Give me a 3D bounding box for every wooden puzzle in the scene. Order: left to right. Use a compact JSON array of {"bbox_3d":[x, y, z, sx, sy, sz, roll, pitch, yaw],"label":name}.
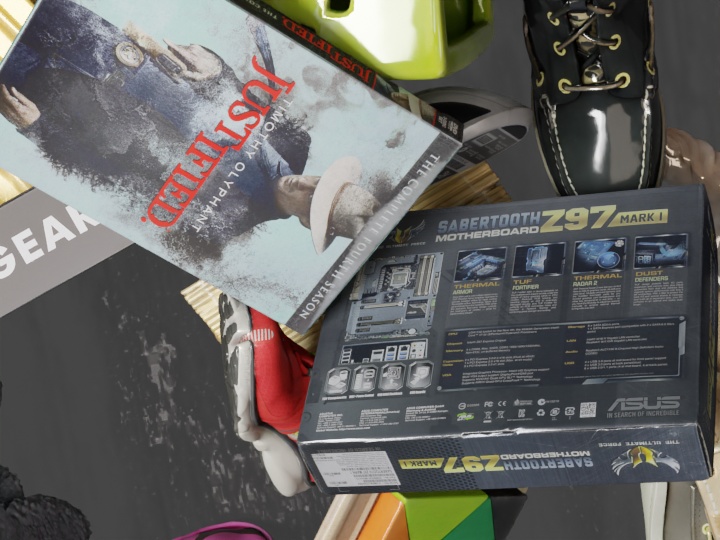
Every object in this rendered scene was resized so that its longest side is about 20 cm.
[{"bbox_3d":[0.025,0.180,0.921,0.037,0.185,0.200,40,108,33],"label":"wooden puzzle"}]

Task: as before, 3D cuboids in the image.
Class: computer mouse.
[{"bbox_3d":[0.000,-0.057,0.886,0.200,0.110,0.044,-25,78,13],"label":"computer mouse"}]

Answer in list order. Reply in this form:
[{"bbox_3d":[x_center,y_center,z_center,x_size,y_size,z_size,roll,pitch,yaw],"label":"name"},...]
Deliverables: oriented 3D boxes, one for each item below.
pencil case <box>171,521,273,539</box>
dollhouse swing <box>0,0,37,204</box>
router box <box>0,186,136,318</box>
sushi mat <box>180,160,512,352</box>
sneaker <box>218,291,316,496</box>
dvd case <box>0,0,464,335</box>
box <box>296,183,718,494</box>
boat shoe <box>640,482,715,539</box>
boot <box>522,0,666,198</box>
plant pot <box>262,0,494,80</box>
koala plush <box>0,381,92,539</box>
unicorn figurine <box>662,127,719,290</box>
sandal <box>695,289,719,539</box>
[{"bbox_3d":[-0.074,0.260,0.984,0.091,0.094,0.200,-11,102,-11],"label":"pencil case"},{"bbox_3d":[-0.270,-0.105,0.898,0.200,0.182,0.176,-42,84,11],"label":"dollhouse swing"},{"bbox_3d":[-0.183,-0.015,0.886,0.200,0.157,0.052,-29,98,-1],"label":"router box"},{"bbox_3d":[0.000,0.000,0.963,0.200,0.012,0.096,-32,97,11],"label":"sushi mat"},{"bbox_3d":[-0.027,0.062,0.906,0.085,0.200,0.077,-13,62,6],"label":"sneaker"},{"bbox_3d":[-0.073,-0.065,0.766,0.200,0.022,0.146,30,123,-17],"label":"dvd case"},{"bbox_3d":[0.078,0.034,0.818,0.200,0.158,0.051,-5,137,18],"label":"box"},{"bbox_3d":[0.196,0.144,0.947,0.060,0.072,0.202,-2,108,6],"label":"boat shoe"},{"bbox_3d":[0.113,-0.128,0.830,0.073,0.154,0.204,-5,82,14],"label":"boot"},{"bbox_3d":[-0.036,-0.199,0.836,0.181,0.200,0.199,-3,102,14],"label":"plant pot"},{"bbox_3d":[-0.304,0.166,0.958,0.200,0.184,0.177,-25,98,22],"label":"koala plush"},{"bbox_3d":[0.219,-0.016,0.903,0.200,0.074,0.138,-2,94,24],"label":"unicorn figurine"},{"bbox_3d":[0.194,0.090,0.859,0.078,0.070,0.212,-25,102,9],"label":"sandal"}]
